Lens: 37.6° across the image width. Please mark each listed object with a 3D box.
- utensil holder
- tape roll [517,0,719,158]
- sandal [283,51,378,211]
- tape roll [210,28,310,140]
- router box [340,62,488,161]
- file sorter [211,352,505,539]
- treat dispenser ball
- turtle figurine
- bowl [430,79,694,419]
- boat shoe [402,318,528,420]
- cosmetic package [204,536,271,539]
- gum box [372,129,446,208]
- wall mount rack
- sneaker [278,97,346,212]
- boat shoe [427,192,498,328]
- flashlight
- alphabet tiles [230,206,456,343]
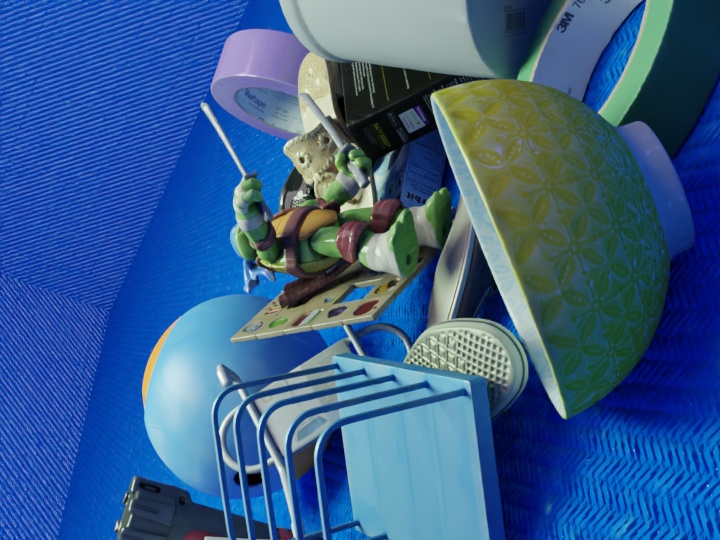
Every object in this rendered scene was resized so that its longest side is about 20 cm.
[{"bbox_3d":[0.057,-0.250,0.878,0.199,0.169,0.172,17,86,40],"label":"utensil holder"},{"bbox_3d":[0.171,-0.140,0.729,0.201,0.048,0.202,-55,23,37],"label":"tape roll"},{"bbox_3d":[-0.046,-0.121,1.006,0.078,0.069,0.214,-39,55,43],"label":"sandal"},{"bbox_3d":[-0.088,-0.229,1.350,0.200,0.199,0.066,-19,52,68],"label":"tape roll"},{"bbox_3d":[0.054,-0.209,1.014,0.148,0.051,0.201,-24,40,16],"label":"router box"},{"bbox_3d":[-0.009,0.144,0.719,0.200,0.122,0.140,1,100,63],"label":"file sorter"},{"bbox_3d":[-0.118,0.126,1.059,0.201,0.199,0.202,-56,22,37],"label":"treat dispenser ball"},{"bbox_3d":[-0.031,-0.069,0.866,0.192,0.144,0.202,8,82,29],"label":"turtle figurine"},{"bbox_3d":[0.126,-0.028,0.609,0.107,0.201,0.201,-22,28,3],"label":"bowl"},{"bbox_3d":[0.072,0.074,0.745,0.075,0.062,0.200,65,157,11],"label":"boat shoe"},{"bbox_3d":[-0.090,0.315,0.857,0.108,0.084,0.201,-88,1,-46],"label":"cosmetic package"},{"bbox_3d":[0.038,-0.114,1.105,0.170,0.044,0.202,-40,33,58],"label":"gum box"},{"bbox_3d":[-0.033,0.127,0.904,0.199,0.075,0.175,-32,67,1],"label":"wall mount rack"},{"bbox_3d":[-0.027,-0.107,1.092,0.201,0.076,0.114,-67,10,-7],"label":"sneaker"},{"bbox_3d":[0.101,-0.031,0.829,0.067,0.056,0.202,176,108,-74],"label":"boat shoe"},{"bbox_3d":[-0.113,0.244,0.915,0.068,0.198,0.068,-96,30,-53],"label":"flashlight"},{"bbox_3d":[0.000,0.000,0.926,0.166,0.008,0.200,-12,22,41],"label":"alphabet tiles"}]
